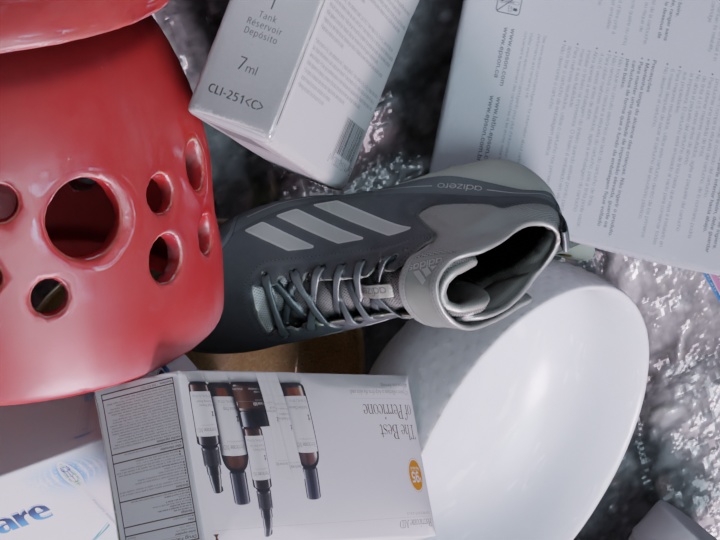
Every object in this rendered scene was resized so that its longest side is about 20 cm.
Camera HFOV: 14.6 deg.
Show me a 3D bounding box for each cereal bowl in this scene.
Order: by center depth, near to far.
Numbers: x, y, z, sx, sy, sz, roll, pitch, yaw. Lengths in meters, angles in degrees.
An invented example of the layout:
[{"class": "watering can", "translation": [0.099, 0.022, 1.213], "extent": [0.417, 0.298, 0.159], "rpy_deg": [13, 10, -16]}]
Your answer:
[{"class": "cereal bowl", "translation": [0.057, 0.079, 1.458], "extent": [0.200, 0.083, 0.200], "rpy_deg": [-33, 138, -36]}]

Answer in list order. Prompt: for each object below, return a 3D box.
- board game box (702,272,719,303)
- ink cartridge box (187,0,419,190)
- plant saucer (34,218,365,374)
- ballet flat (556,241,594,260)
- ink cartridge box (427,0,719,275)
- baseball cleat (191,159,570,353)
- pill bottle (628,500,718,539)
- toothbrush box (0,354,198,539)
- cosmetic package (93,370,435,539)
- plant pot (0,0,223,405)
[{"class": "board game box", "translation": [0.216, -0.079, 1.433], "extent": [0.153, 0.040, 0.200], "rpy_deg": [-29, 89, -13]}, {"class": "ink cartridge box", "translation": [-0.007, -0.133, 1.285], "extent": [0.045, 0.200, 0.176], "rpy_deg": [23, 89, 10]}, {"class": "plant saucer", "translation": [-0.095, 0.059, 1.420], "extent": [0.200, 0.035, 0.200], "rpy_deg": [-11, 119, -21]}, {"class": "ballet flat", "translation": [0.129, -0.037, 1.467], "extent": [0.200, 0.067, 0.064], "rpy_deg": [-19, 132, -16]}, {"class": "ink cartridge box", "translation": [0.146, -0.105, 1.369], "extent": [0.200, 0.041, 0.200], "rpy_deg": [15, 103, 12]}, {"class": "baseball cleat", "translation": [0.000, 0.000, 1.330], "extent": [0.200, 0.106, 0.070], "rpy_deg": [-21, 114, 1]}, {"class": "pill bottle", "translation": [0.135, 0.230, 1.575], "extent": [0.113, 0.113, 0.200], "rpy_deg": [36, 96, -35]}, {"class": "toothbrush box", "translation": [-0.113, 0.128, 1.338], "extent": [0.146, 0.085, 0.200], "rpy_deg": [-20, 129, 24]}, {"class": "cosmetic package", "translation": [-0.038, 0.090, 1.279], "extent": [0.200, 0.051, 0.083], "rpy_deg": [4, 76, -60]}, {"class": "plant pot", "translation": [-0.165, -0.058, 1.236], "extent": [0.200, 0.200, 0.183], "rpy_deg": [-11, 109, -21]}]
